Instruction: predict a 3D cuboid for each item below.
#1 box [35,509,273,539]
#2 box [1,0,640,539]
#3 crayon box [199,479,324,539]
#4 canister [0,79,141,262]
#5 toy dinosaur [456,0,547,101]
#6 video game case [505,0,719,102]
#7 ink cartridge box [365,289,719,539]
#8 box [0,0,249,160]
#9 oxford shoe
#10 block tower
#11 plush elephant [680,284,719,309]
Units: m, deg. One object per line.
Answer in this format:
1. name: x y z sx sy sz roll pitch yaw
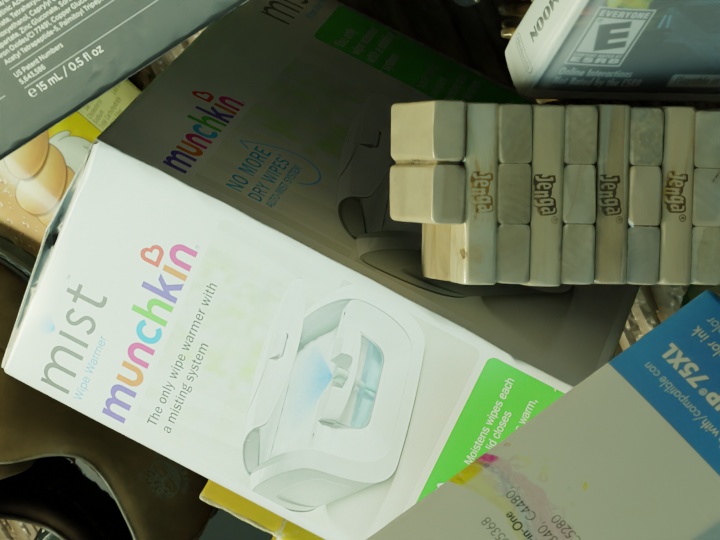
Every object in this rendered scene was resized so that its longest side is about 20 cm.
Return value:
1. box: -0.021 0.126 1.160 0.200 0.079 0.141 37 142 -9
2. box: 0.000 0.000 0.918 0.176 0.200 0.097 28 116 3
3. crayon box: 0.047 0.093 1.055 0.199 0.127 0.051 29 152 1
4. canister: -0.190 -0.080 1.049 0.200 0.087 0.148 40 140 -16
5. toy dinosaur: 0.094 -0.108 0.844 0.199 0.106 0.061 1 127 40
6. video game case: 0.163 -0.108 0.765 0.199 0.023 0.182 0 145 -25
7. ink cartridge box: 0.051 0.111 0.799 0.067 0.199 0.117 47 165 34
8. box: -0.119 -0.111 0.770 0.199 0.079 0.141 -29 111 30
9. oxford shoe: -0.141 0.044 1.024 0.199 0.085 0.073 36 138 0
10. block tower: 0.110 -0.023 0.816 0.198 0.054 0.058 1 -177 -13
11. plush elephant: 0.194 0.057 0.902 0.164 0.201 0.156 -19 123 6
